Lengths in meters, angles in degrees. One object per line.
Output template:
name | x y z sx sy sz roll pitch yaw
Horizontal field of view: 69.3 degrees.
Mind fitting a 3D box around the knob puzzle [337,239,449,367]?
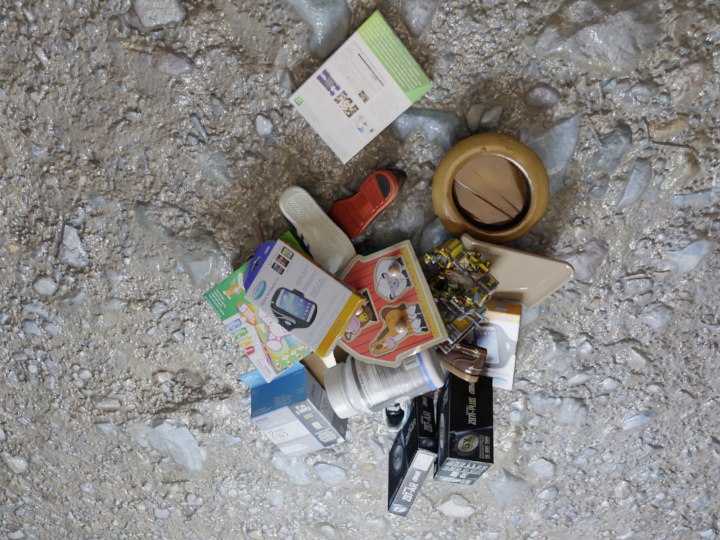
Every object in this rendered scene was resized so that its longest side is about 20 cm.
knob puzzle | 0.024 0.067 0.874 0.217 0.030 0.223 -1 87 19

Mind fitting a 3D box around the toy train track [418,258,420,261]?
toy train track | 0.067 0.068 0.999 0.032 0.115 0.202 27 96 -15

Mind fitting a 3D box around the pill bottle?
pill bottle | 0.041 0.188 0.943 0.198 0.114 0.115 -23 113 12

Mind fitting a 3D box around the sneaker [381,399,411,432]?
sneaker | 0.074 0.254 1.107 0.071 0.073 0.203 -2 116 8

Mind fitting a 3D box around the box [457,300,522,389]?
box | 0.249 0.155 1.033 0.117 0.042 0.203 7 117 20

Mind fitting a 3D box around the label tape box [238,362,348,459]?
label tape box | -0.136 0.273 1.030 0.142 0.066 0.201 -24 120 22

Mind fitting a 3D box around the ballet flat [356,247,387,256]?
ballet flat | 0.000 0.000 0.997 0.197 0.068 0.064 -7 144 10

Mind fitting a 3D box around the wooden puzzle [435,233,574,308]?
wooden puzzle | 0.251 0.000 0.936 0.197 0.038 0.185 17 155 -1

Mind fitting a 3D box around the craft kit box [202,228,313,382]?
craft kit box | -0.145 0.065 0.940 0.197 0.049 0.201 -36 97 3

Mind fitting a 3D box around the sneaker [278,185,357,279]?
sneaker | -0.073 -0.064 0.931 0.075 0.084 0.201 -34 103 -6

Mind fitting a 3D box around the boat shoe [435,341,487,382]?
boat shoe | 0.153 0.137 1.009 0.198 0.070 0.071 25 106 30

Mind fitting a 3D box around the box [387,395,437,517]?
box | 0.110 0.398 1.128 0.043 0.161 0.202 16 119 -5

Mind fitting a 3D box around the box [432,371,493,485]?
box | 0.200 0.317 1.034 0.085 0.166 0.201 6 149 3

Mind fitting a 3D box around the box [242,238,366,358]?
box | -0.103 0.039 0.875 0.199 0.041 0.120 36 98 15

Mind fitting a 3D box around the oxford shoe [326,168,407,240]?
oxford shoe | 0.008 -0.110 0.927 0.199 0.072 0.072 -32 88 40

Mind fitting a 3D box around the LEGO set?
LEGO set | 0.145 0.052 0.900 0.154 0.115 0.200 48 158 12

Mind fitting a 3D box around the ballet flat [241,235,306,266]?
ballet flat | -0.178 -0.018 0.995 0.199 0.069 0.063 -40 92 20

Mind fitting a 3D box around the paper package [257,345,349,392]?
paper package | -0.098 0.151 1.052 0.197 0.104 0.193 12 119 -2

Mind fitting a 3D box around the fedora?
fedora | 0.216 -0.141 0.883 0.197 0.082 0.203 2 117 4

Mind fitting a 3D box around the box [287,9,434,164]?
box | 0.000 -0.294 0.852 0.199 0.036 0.144 -36 109 22
